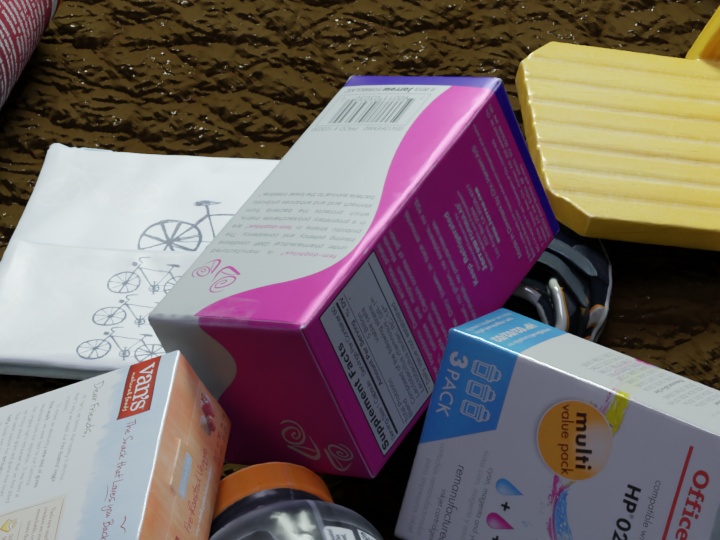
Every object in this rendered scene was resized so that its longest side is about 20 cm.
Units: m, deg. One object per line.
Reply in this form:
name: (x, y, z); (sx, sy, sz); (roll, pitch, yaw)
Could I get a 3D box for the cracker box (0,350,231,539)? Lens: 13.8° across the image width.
cracker box: (-0.167, 0.128, 1.428); (0.200, 0.058, 0.134); (-18, 36, 23)

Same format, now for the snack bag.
snack bag: (-0.111, -0.008, 1.654); (0.188, 0.021, 0.200); (3, 41, 14)

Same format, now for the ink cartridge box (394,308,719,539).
ink cartridge box: (0.129, 0.108, 1.451); (0.200, 0.115, 0.068); (21, 17, 23)

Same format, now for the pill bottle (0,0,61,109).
pill bottle: (-0.252, -0.136, 1.746); (0.113, 0.113, 0.200); (9, 42, 11)

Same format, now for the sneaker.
sneaker: (0.089, 0.017, 1.596); (0.078, 0.079, 0.200); (10, 41, 13)

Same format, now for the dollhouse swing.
dollhouse swing: (0.209, -0.112, 1.669); (0.176, 0.182, 0.200); (19, 35, -19)

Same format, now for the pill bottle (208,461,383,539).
pill bottle: (-0.024, 0.181, 1.389); (0.106, 0.106, 0.200); (-10, 42, -11)

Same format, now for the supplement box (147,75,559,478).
supplement box: (0.000, 0.000, 1.494); (0.101, 0.103, 0.200); (4, 40, 38)
